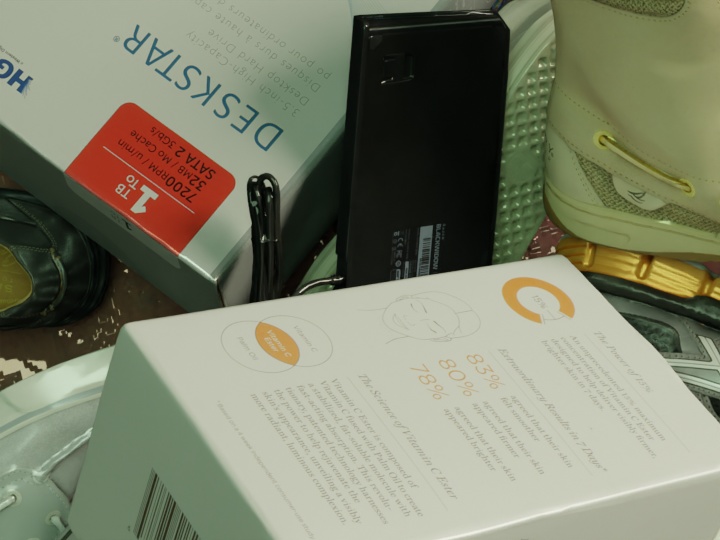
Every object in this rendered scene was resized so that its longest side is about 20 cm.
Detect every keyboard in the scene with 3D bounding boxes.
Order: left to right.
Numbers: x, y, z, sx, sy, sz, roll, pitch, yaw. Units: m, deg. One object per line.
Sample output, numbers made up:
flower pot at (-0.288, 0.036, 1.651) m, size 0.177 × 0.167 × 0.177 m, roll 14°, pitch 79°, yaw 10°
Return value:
keyboard at (0.000, 0.000, 0.843) m, size 0.021 × 0.127 × 0.201 m, roll 24°, pitch 116°, yaw 49°

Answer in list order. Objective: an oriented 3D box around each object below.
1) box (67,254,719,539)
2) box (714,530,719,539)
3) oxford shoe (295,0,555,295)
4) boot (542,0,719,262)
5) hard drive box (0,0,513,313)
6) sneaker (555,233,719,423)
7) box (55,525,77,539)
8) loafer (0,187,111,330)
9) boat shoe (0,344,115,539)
box at (0.017, 0.079, 0.773) m, size 0.125 × 0.199 × 0.098 m, roll 50°, pitch 135°, yaw 37°
box at (0.223, 0.130, 0.828) m, size 0.199 × 0.082 × 0.069 m, roll 1°, pitch 82°, yaw 10°
oxford shoe at (0.037, -0.032, 0.899) m, size 0.200 × 0.075 × 0.058 m, roll -52°, pitch 32°, yaw 5°
boot at (0.161, -0.075, 0.794) m, size 0.199 × 0.156 × 0.073 m, roll 9°, pitch 43°, yaw 19°
hard drive box at (-0.052, -0.099, 0.892) m, size 0.155 × 0.077 × 0.200 m, roll 35°, pitch 75°, yaw 13°
sneaker at (0.161, 0.050, 0.857) m, size 0.199 × 0.078 × 0.078 m, roll 20°, pitch 84°, yaw 22°
box at (-0.047, 0.178, 0.839) m, size 0.060 × 0.117 × 0.201 m, roll -20°, pitch 72°, yaw -36°
loafer at (-0.209, -0.011, 0.915) m, size 0.199 × 0.072 × 0.073 m, roll 2°, pitch 96°, yaw 10°
boat shoe at (-0.152, 0.096, 0.895) m, size 0.199 × 0.072 × 0.069 m, roll -29°, pitch 80°, yaw 2°
